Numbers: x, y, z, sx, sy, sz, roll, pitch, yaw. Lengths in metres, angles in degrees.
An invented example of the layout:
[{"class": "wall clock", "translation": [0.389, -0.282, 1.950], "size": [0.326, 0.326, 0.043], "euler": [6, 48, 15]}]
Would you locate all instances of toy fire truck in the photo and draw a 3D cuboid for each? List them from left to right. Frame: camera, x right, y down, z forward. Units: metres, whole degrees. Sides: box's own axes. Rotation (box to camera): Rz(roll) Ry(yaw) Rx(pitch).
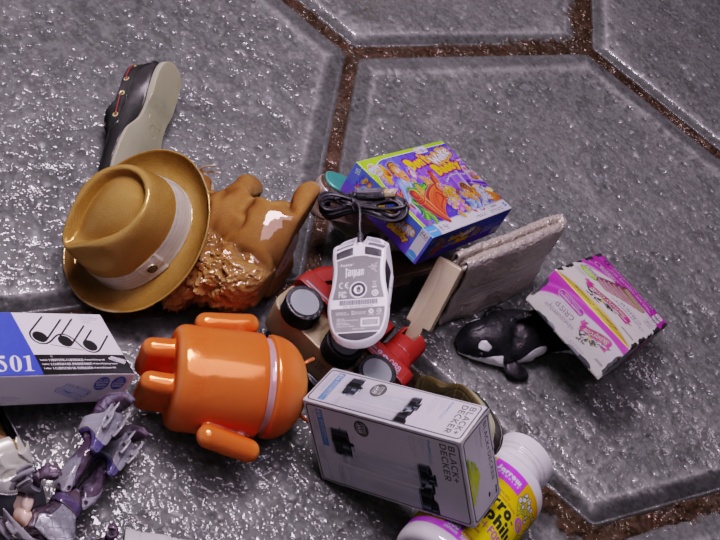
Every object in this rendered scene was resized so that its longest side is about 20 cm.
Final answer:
[{"class": "toy fire truck", "translation": [0.013, 0.053, 1.318], "size": [0.176, 0.129, 0.200], "euler": [42, 49, 10]}]

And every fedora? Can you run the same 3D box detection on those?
[{"class": "fedora", "translation": [-0.263, -0.054, 1.234], "size": [0.082, 0.199, 0.202], "euler": [37, 26, -60]}]

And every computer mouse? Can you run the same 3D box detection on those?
[{"class": "computer mouse", "translation": [0.000, 0.000, 1.257], "size": [0.108, 0.044, 0.202], "euler": [-3, 64, 11]}]

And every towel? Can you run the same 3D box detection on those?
[{"class": "towel", "translation": [0.174, 0.001, 1.429], "size": [0.199, 0.133, 0.035], "euler": [-21, 62, -34]}]

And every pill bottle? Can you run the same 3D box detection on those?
[{"class": "pill bottle", "translation": [0.132, 0.266, 1.232], "size": [0.104, 0.105, 0.200], "euler": [42, 50, 9]}]

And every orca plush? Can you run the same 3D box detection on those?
[{"class": "orca plush", "translation": [0.222, 0.083, 1.430], "size": [0.198, 0.071, 0.106], "euler": [15, 51, -14]}]

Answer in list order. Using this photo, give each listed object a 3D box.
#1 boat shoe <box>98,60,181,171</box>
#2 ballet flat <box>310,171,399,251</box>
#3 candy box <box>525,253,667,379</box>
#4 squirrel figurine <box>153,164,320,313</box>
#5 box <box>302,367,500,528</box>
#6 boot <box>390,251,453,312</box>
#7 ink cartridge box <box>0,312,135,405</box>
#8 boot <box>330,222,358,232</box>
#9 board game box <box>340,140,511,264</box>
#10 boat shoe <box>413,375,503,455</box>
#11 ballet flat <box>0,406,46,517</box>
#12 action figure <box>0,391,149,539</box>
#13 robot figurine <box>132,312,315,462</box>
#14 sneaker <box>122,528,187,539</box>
[{"class": "boat shoe", "translation": [-0.285, -0.177, 1.400], "size": [0.062, 0.074, 0.203], "euler": [1, 57, 21]}, {"class": "ballet flat", "translation": [0.024, -0.062, 1.403], "size": [0.198, 0.068, 0.068], "euler": [23, 30, -17]}, {"class": "candy box", "translation": [0.310, 0.054, 1.450], "size": [0.137, 0.061, 0.199], "euler": [49, 26, 14]}, {"class": "squirrel figurine", "translation": [-0.176, -0.043, 1.303], "size": [0.185, 0.142, 0.201], "euler": [28, 46, 5]}, {"class": "box", "translation": [0.043, 0.184, 1.181], "size": [0.198, 0.118, 0.060], "euler": [12, 36, 33]}, {"class": "boot", "translation": [0.078, -0.002, 1.434], "size": [0.198, 0.074, 0.076], "euler": [-10, 50, -28]}, {"class": "ink cartridge box", "translation": [-0.336, 0.088, 1.133], "size": [0.199, 0.044, 0.094], "euler": [4, 38, -47]}, {"class": "boot", "translation": [0.061, -0.069, 1.470], "size": [0.199, 0.074, 0.096], "euler": [-23, 70, -31]}, {"class": "board game box", "translation": [0.084, -0.088, 1.385], "size": [0.134, 0.045, 0.199], "euler": [45, 34, 17]}, {"class": "boat shoe", "translation": [0.118, 0.165, 1.262], "size": [0.065, 0.201, 0.073], "euler": [17, 91, -21]}, {"class": "ballet flat", "translation": [-0.366, 0.168, 1.101], "size": [0.073, 0.073, 0.201], "euler": [-19, 66, -34]}, {"class": "action figure", "translation": [-0.277, 0.215, 1.085], "size": [0.131, 0.069, 0.201], "euler": [62, 37, -34]}, {"class": "robot figurine", "translation": [-0.143, 0.123, 1.206], "size": [0.198, 0.118, 0.144], "euler": [8, 20, -19]}, {"class": "sneaker", "translation": [-0.175, 0.343, 1.055], "size": [0.114, 0.074, 0.202], "euler": [9, 51, -14]}]
